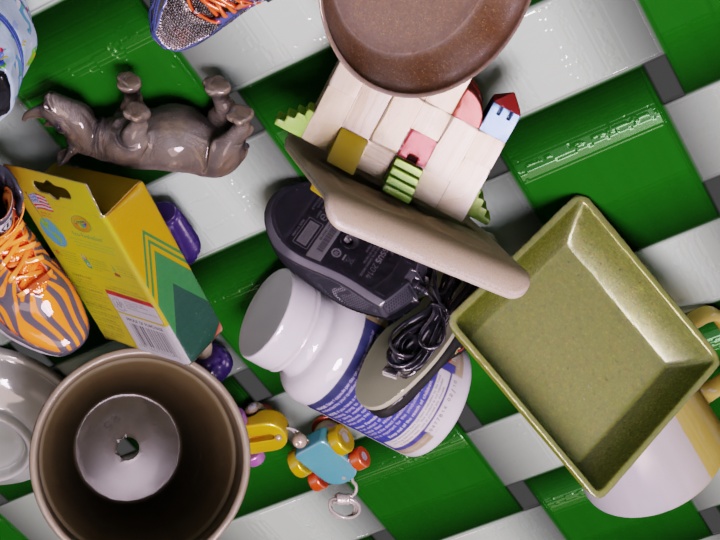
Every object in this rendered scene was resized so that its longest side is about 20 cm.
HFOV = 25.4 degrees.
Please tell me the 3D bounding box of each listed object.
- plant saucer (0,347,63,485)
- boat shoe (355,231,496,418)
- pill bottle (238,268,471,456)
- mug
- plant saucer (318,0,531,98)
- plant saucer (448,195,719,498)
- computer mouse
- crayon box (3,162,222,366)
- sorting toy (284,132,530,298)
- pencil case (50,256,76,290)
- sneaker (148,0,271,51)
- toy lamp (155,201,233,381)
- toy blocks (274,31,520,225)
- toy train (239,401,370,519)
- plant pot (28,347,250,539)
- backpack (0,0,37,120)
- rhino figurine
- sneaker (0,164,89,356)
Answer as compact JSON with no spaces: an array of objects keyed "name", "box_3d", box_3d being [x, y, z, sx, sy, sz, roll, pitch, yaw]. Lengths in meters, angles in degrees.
[{"name":"plant saucer","box_3d":[-0.377,0.160,1.597,0.198,0.051,0.201,0,132,0]},{"name":"boat shoe","box_3d":[0.070,0.057,1.423,0.073,0.202,0.063,14,146,40]},{"name":"pill bottle","box_3d":[-0.007,0.081,1.483,0.199,0.120,0.120,28,126,-25]},{"name":"mug","box_3d":[0.263,0.116,1.533,0.148,0.187,0.154,2,133,44]},{"name":"plant saucer","box_3d":[0.047,-0.232,1.205,0.199,0.037,0.202,-16,122,-26]},{"name":"plant saucer","box_3d":[0.189,0.068,1.399,0.200,0.199,0.048,50,149,-1]},{"name":"computer mouse","box_3d":[0.000,0.000,1.398,0.199,0.139,0.053,35,153,10]},{"name":"crayon box","box_3d":[-0.211,-0.018,1.369,0.126,0.051,0.201,15,141,43]},{"name":"sorting toy","box_3d":[0.032,-0.044,1.315,0.184,0.200,0.037,22,106,-20]},{"name":"pencil case","box_3d":[-0.352,0.010,1.438,0.198,0.087,0.084,13,99,-12]},{"name":"sneaker","box_3d":[-0.092,-0.232,1.221,0.075,0.079,0.199,36,123,-28]},{"name":"toy lamp","box_3d":[-0.161,0.021,1.470,0.058,0.059,0.201,-7,135,5]},{"name":"toy blocks","box_3d":[0.049,-0.138,1.304,0.199,0.100,0.137,27,109,-7]},{"name":"toy train","box_3d":[-0.089,0.189,1.629,0.198,0.056,0.151,9,133,-5]},{"name":"plant pot","box_3d":[-0.212,0.173,1.508,0.198,0.202,0.173,11,175,-11]},{"name":"backpack","box_3d":[-0.353,-0.174,1.242,0.198,0.154,0.164,4,134,26]},{"name":"rhino figurine","box_3d":[-0.185,-0.118,1.337,0.198,0.060,0.088,3,143,0]},{"name":"sneaker","box_3d":[-0.299,-0.014,1.350,0.200,0.078,0.112,49,157,-5]}]
